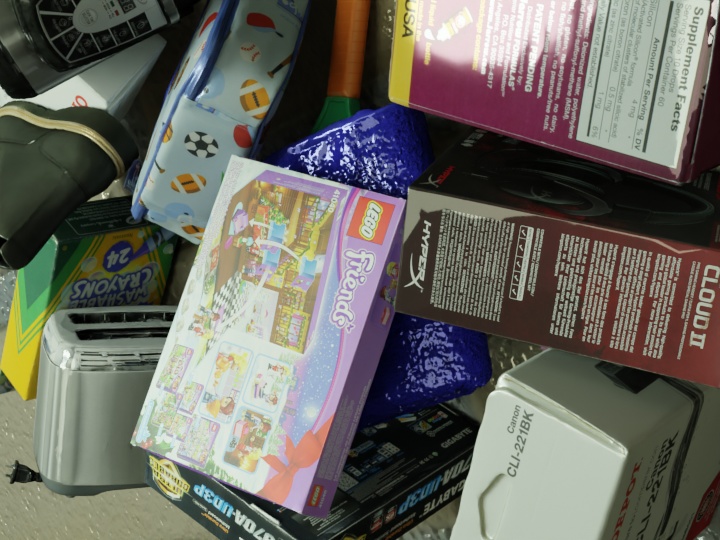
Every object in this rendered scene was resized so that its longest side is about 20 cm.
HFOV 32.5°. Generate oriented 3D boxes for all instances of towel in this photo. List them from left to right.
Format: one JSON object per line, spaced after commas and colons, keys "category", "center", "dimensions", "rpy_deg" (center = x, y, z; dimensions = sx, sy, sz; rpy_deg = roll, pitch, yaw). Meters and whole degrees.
{"category": "towel", "center": [0.000, 0.000, 0.827], "dimensions": [0.146, 0.049, 0.203], "rpy_deg": [-23, 77, 33]}

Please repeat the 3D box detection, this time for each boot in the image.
{"category": "boot", "center": [-0.279, -0.062, 0.961], "dimensions": [0.199, 0.139, 0.078], "rpy_deg": [-2, 134, 49]}

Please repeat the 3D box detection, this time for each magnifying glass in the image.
{"category": "magnifying glass", "center": [-0.014, -0.102, 0.881], "dimensions": [0.079, 0.022, 0.203], "rpy_deg": [8, 95, 33]}

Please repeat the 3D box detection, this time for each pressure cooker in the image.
{"category": "pressure cooker", "center": [-0.191, -0.234, 0.832], "dimensions": [0.180, 0.198, 0.176], "rpy_deg": [62, 173, -10]}

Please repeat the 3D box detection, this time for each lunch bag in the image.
{"category": "lunch bag", "center": [-0.104, -0.126, 0.897], "dimensions": [0.075, 0.162, 0.200], "rpy_deg": [22, 139, -15]}

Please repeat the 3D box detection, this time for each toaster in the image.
{"category": "toaster", "center": [-0.194, 0.105, 1.024], "dimensions": [0.114, 0.197, 0.131], "rpy_deg": [-138, 51, -62]}

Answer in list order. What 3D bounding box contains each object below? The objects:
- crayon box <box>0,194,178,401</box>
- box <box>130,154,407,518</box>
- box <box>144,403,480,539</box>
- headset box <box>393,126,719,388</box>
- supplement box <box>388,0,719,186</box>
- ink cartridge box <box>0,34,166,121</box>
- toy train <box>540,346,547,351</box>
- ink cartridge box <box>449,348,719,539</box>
{"category": "crayon box", "center": [-0.240, 0.035, 1.081], "dimensions": [0.052, 0.125, 0.202], "rpy_deg": [42, 127, 31]}
{"category": "box", "center": [-0.053, 0.039, 0.787], "dimensions": [0.135, 0.039, 0.203], "rpy_deg": [16, 83, 28]}
{"category": "box", "center": [-0.027, 0.132, 0.872], "dimensions": [0.158, 0.199, 0.047], "rpy_deg": [28, 123, 31]}
{"category": "headset box", "center": [0.135, -0.013, 0.691], "dimensions": [0.197, 0.149, 0.078], "rpy_deg": [12, 113, 16]}
{"category": "supplement box", "center": [0.131, -0.132, 0.701], "dimensions": [0.198, 0.130, 0.105], "rpy_deg": [21, 116, 34]}
{"category": "ink cartridge box", "center": [-0.268, -0.193, 0.992], "dimensions": [0.200, 0.085, 0.146], "rpy_deg": [42, 150, -8]}
{"category": "toy train", "center": [0.099, 0.038, 0.825], "dimensions": [0.150, 0.055, 0.201], "rpy_deg": [-43, 74, 35]}
{"category": "ink cartridge box", "center": [0.146, 0.110, 0.713], "dimensions": [0.083, 0.199, 0.146], "rpy_deg": [29, 121, 31]}
